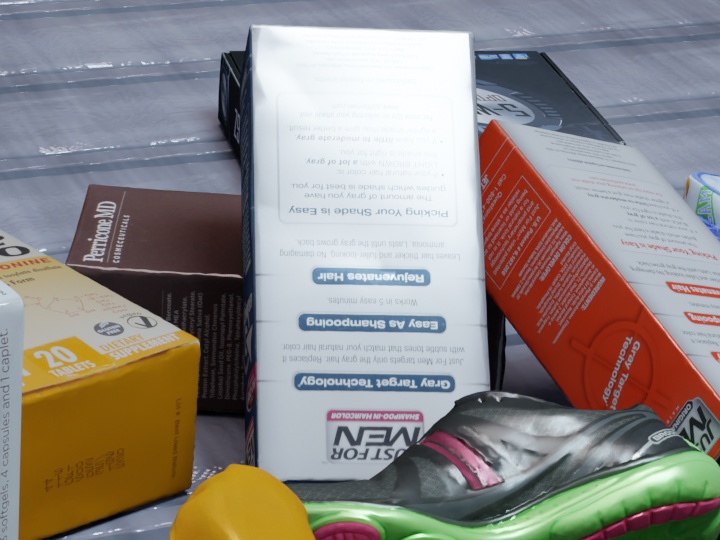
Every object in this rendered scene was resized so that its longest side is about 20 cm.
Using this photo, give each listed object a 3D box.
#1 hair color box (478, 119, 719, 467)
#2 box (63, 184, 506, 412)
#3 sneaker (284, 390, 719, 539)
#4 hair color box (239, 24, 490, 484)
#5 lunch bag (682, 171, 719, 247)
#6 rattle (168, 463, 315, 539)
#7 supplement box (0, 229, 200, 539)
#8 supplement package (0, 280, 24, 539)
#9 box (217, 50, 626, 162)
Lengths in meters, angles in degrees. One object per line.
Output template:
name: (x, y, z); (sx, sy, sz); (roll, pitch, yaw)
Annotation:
hair color box: (0.125, 0.023, 1.109); (0.101, 0.061, 0.200); (9, 34, -41)
box: (-0.034, 0.015, 1.188); (0.199, 0.075, 0.100); (2, 24, -1)
sneaker: (0.040, 0.094, 0.995); (0.199, 0.077, 0.084); (-5, 34, -15)
hair color box: (0.000, 0.000, 1.087); (0.099, 0.201, 0.061); (1, -20, -8)
lunch bag: (0.231, 0.020, 1.179); (0.160, 0.076, 0.200); (9, 15, -36)
rattle: (-0.024, 0.091, 0.820); (0.129, 0.200, 0.144); (8, 60, 14)
supplement box: (-0.178, 0.040, 1.101); (0.126, 0.074, 0.199); (-16, 30, -41)
supplement package: (-0.229, 0.089, 0.828); (0.199, 0.192, 0.147); (-14, 28, -35)
box: (0.030, -0.078, 1.450); (0.199, 0.044, 0.160); (-1, 23, -13)
